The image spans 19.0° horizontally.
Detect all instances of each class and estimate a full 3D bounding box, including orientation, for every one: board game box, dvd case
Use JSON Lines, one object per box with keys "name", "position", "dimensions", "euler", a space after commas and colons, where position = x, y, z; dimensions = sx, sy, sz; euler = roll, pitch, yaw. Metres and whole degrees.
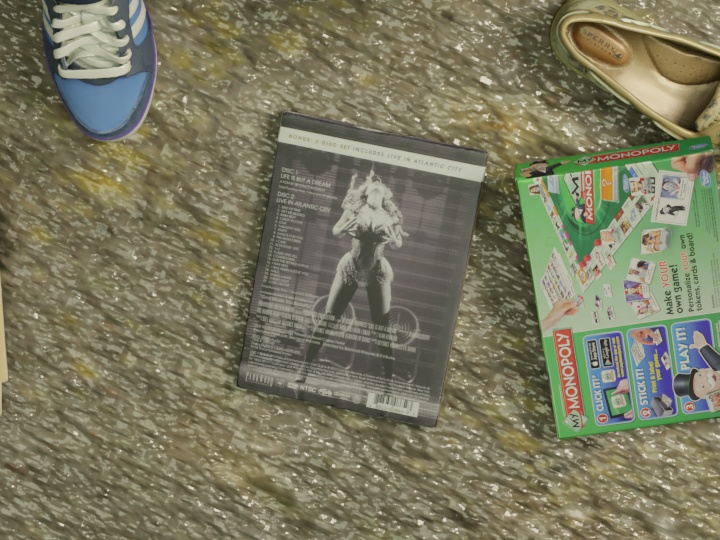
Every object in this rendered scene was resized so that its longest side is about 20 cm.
{"name": "board game box", "position": [0.185, 0.014, 1.467], "dimensions": [0.133, 0.029, 0.202], "euler": [-7, 114, 8]}
{"name": "dvd case", "position": [0.000, 0.000, 1.511], "dimensions": [0.147, 0.016, 0.202], "euler": [11, 103, 4]}

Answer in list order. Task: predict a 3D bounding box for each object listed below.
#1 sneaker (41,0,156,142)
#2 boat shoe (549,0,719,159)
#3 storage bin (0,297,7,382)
{"name": "sneaker", "position": [-0.187, -0.177, 1.425], "dimensions": [0.080, 0.147, 0.202], "euler": [0, 101, 5]}
{"name": "boat shoe", "position": [0.217, -0.121, 1.441], "dimensions": [0.199, 0.063, 0.074], "euler": [23, 102, 0]}
{"name": "storage bin", "position": [-0.358, 0.019, 1.501], "dimensions": [0.198, 0.094, 0.200], "euler": [-1, 101, 5]}
